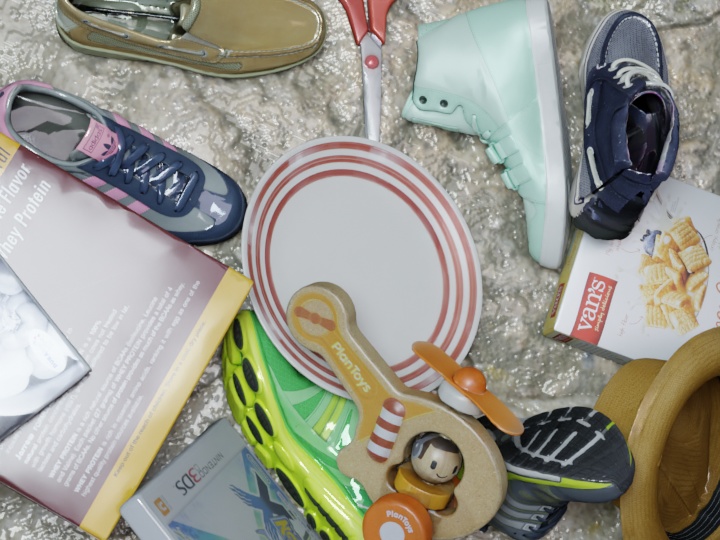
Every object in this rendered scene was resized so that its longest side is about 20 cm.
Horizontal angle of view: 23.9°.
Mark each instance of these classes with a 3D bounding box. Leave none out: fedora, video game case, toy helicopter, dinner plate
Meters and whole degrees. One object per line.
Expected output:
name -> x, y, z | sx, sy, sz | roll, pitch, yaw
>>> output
fedora -> 0.218, 0.125, 1.222 | 0.200, 0.082, 0.201 | -23, 122, -41
video game case -> -0.063, 0.205, 1.145 | 0.022, 0.182, 0.200 | -38, 91, 17
toy helicopter -> 0.026, 0.087, 1.140 | 0.132, 0.079, 0.200 | -39, 85, 28
dinner plate -> 0.000, 0.000, 1.230 | 0.200, 0.024, 0.201 | 10, 70, -29

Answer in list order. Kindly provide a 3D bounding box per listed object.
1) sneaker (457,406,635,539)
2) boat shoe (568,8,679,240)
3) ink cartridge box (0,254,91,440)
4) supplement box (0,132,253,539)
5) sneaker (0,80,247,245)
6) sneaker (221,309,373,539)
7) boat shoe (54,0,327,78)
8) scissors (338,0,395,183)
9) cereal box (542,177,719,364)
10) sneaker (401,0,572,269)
sneaker -> 0.126, 0.145, 1.181 | 0.074, 0.200, 0.081 | -37, 104, -26
boat shoe -> 0.203, -0.125, 1.243 | 0.074, 0.093, 0.201 | 14, 61, -10
ink cartridge box -> -0.304, 0.046, 1.051 | 0.200, 0.043, 0.198 | -39, 90, -10
supplement box -> -0.211, 0.047, 1.156 | 0.200, 0.133, 0.198 | 30, 79, -5
sneaker -> -0.172, -0.074, 1.203 | 0.199, 0.082, 0.070 | 22, 80, -7
sneaker -> -0.030, 0.112, 1.219 | 0.083, 0.074, 0.200 | -34, 92, -29
boat shoe -> -0.119, -0.180, 1.228 | 0.199, 0.076, 0.072 | -1, 83, -10
scissors -> 0.014, -0.169, 1.281 | 0.073, 0.014, 0.201 | -14, 84, -13
cereal box -> 0.252, 0.014, 1.287 | 0.199, 0.040, 0.144 | 19, 80, -7
sneaker -> 0.094, -0.096, 1.267 | 0.118, 0.074, 0.201 | -7, 98, 11
